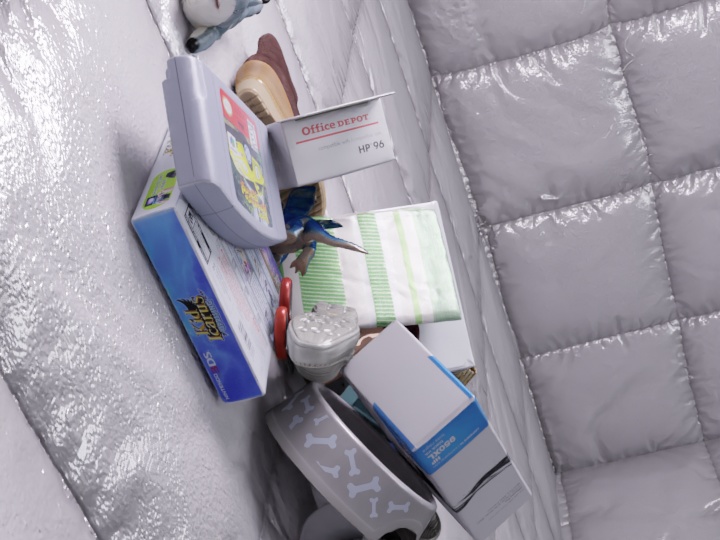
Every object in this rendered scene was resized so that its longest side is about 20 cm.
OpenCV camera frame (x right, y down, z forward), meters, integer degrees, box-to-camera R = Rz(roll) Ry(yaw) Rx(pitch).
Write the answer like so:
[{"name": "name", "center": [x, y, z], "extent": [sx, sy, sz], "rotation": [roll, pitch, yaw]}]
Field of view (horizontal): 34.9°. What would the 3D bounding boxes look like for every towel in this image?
[{"name": "towel", "center": [0.000, 0.000, 1.262], "extent": [0.024, 0.197, 0.154], "rotation": [98, -16, -56]}]

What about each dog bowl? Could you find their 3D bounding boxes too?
[{"name": "dog bowl", "center": [-0.004, 0.190, 1.126], "extent": [0.200, 0.059, 0.200], "rotation": [44, 1, -1]}]

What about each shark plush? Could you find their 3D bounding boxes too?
[{"name": "shark plush", "center": [-0.134, -0.276, 1.231], "extent": [0.200, 0.082, 0.092], "rotation": [7, 69, -77]}]

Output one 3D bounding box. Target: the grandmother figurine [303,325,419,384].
[{"name": "grandmother figurine", "center": [0.020, 0.060, 1.267], "extent": [0.122, 0.199, 0.060], "rotation": [60, -19, -6]}]

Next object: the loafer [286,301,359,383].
[{"name": "loafer", "center": [-0.034, 0.076, 1.110], "extent": [0.200, 0.069, 0.071], "rotation": [-27, 126, -81]}]

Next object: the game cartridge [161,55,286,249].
[{"name": "game cartridge", "center": [-0.115, -0.092, 1.017], "extent": [0.200, 0.040, 0.135], "rotation": [39, 42, -71]}]

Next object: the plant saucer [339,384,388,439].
[{"name": "plant saucer", "center": [0.054, 0.165, 1.282], "extent": [0.200, 0.070, 0.019], "rotation": [41, -2, -43]}]

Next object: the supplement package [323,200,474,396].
[{"name": "supplement package", "center": [0.026, 0.038, 1.365], "extent": [0.111, 0.154, 0.203], "rotation": [143, -64, -67]}]

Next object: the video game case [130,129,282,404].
[{"name": "video game case", "center": [-0.131, -0.014, 1.039], "extent": [0.182, 0.045, 0.202], "rotation": [-84, 156, -57]}]

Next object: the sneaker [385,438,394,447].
[{"name": "sneaker", "center": [0.039, 0.238, 1.365], "extent": [0.090, 0.074, 0.203], "rotation": [49, 50, -74]}]

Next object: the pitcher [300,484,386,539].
[{"name": "pitcher", "center": [0.012, 0.310, 1.179], "extent": [0.201, 0.120, 0.172], "rotation": [53, 17, -33]}]

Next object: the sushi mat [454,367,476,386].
[{"name": "sushi mat", "center": [0.094, 0.133, 1.455], "extent": [0.201, 0.012, 0.097], "rotation": [117, -40, -53]}]

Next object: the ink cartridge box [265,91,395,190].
[{"name": "ink cartridge box", "center": [-0.046, -0.126, 1.166], "extent": [0.199, 0.115, 0.069], "rotation": [-2, -75, 65]}]

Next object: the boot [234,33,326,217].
[{"name": "boot", "center": [-0.084, -0.169, 1.362], "extent": [0.167, 0.072, 0.202], "rotation": [-79, 149, -59]}]

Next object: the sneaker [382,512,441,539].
[{"name": "sneaker", "center": [-0.008, 0.246, 1.281], "extent": [0.074, 0.106, 0.201], "rotation": [-20, 67, -51]}]

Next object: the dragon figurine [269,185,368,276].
[{"name": "dragon figurine", "center": [-0.059, -0.047, 1.174], "extent": [0.059, 0.199, 0.100], "rotation": [53, 51, -23]}]

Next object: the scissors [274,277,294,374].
[{"name": "scissors", "center": [-0.076, 0.082, 1.152], "extent": [0.201, 0.014, 0.074], "rotation": [94, -2, -56]}]

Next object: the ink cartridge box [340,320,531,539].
[{"name": "ink cartridge box", "center": [0.081, 0.170, 1.188], "extent": [0.145, 0.084, 0.201], "rotation": [43, -10, 45]}]
